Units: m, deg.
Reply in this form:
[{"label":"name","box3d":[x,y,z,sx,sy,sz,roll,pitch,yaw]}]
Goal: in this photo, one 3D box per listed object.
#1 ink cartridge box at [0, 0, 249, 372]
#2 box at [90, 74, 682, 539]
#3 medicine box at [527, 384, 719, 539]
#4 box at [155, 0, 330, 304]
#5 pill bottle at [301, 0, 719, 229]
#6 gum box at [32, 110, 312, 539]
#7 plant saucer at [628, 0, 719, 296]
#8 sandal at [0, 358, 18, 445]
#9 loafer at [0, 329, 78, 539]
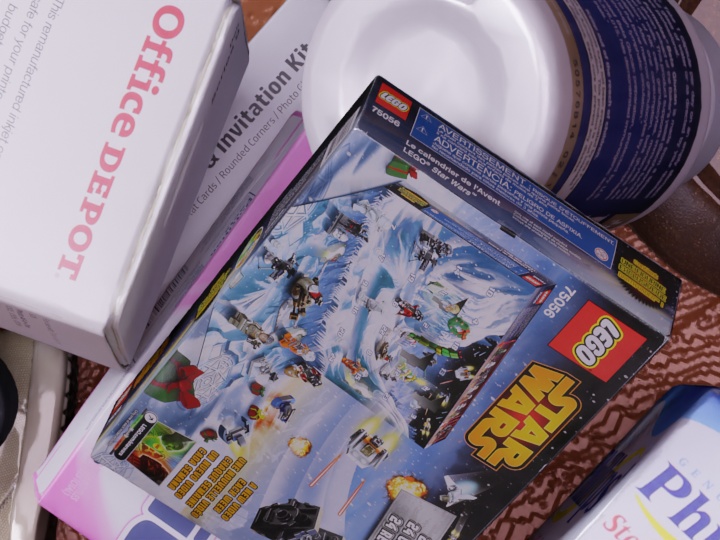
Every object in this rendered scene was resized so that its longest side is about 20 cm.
[{"label":"ink cartridge box","box3d":[-0.159,-0.065,1.165,0.199,0.088,0.146,19,79,7]},{"label":"box","box3d":[0.007,0.037,1.112,0.137,0.040,0.200,34,127,-9]},{"label":"medicine box","box3d":[0.104,0.150,1.201,0.103,0.182,0.200,42,89,2]},{"label":"box","box3d":[0.000,0.000,1.281,0.200,0.041,0.156,43,89,4]},{"label":"pill bottle","box3d":[0.071,-0.069,1.181,0.111,0.200,0.112,2,93,30]},{"label":"gum box","box3d":[-0.029,0.040,1.217,0.113,0.066,0.200,36,90,-10]},{"label":"plant saucer","box3d":[0.195,-0.081,1.281,0.199,0.037,0.201,0,87,1]},{"label":"sandal","box3d":[-0.224,0.007,1.238,0.200,0.048,0.075,43,111,1]},{"label":"loafer","box3d":[-0.164,0.120,1.268,0.068,0.076,0.201,8,79,3]}]
